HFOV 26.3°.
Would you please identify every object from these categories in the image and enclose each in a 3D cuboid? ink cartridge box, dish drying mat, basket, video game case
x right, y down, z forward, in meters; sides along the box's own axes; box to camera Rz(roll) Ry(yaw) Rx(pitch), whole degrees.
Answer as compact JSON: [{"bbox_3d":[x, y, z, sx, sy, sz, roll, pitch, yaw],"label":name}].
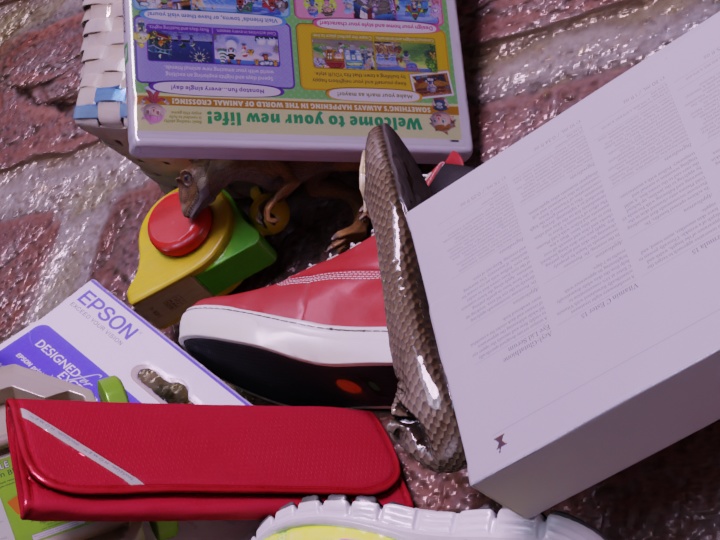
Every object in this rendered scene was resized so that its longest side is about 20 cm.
[{"bbox_3d":[-0.153,0.118,0.822,0.197,0.044,0.200,35,55,27],"label":"ink cartridge box"},{"bbox_3d":[-0.073,0.092,0.764,0.077,0.198,0.018,-117,38,-49],"label":"dish drying mat"},{"bbox_3d":[-0.093,-0.156,0.988,0.138,0.176,0.202,-2,71,27],"label":"basket"},{"bbox_3d":[-0.039,-0.151,0.891,0.022,0.198,0.184,132,136,-65],"label":"video game case"}]

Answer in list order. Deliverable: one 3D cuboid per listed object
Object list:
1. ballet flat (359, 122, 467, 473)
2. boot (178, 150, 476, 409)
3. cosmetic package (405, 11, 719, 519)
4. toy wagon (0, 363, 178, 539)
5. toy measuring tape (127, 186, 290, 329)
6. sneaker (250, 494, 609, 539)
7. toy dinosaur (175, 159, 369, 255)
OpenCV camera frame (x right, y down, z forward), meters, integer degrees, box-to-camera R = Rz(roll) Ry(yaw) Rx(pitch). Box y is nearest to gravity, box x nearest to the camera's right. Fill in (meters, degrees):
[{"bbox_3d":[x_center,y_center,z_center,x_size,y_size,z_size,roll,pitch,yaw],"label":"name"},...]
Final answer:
[{"bbox_3d":[0.022,0.011,0.752,0.046,0.067,0.202,-26,53,18],"label":"ballet flat"},{"bbox_3d":[0.000,0.000,0.855,0.198,0.073,0.145,1,58,32],"label":"boot"},{"bbox_3d":[0.122,-0.007,0.655,0.199,0.052,0.152,-32,46,24],"label":"cosmetic package"},{"bbox_3d":[-0.188,0.101,0.781,0.154,0.040,0.201,-16,50,-18],"label":"toy wagon"},{"bbox_3d":[-0.133,0.000,0.959,0.199,0.074,0.074,-28,43,10],"label":"toy measuring tape"},{"bbox_3d":[0.018,0.157,0.703,0.198,0.078,0.091,-8,55,36],"label":"sneaker"},{"bbox_3d":[-0.012,-0.075,0.915,0.198,0.061,0.107,-25,71,-17],"label":"toy dinosaur"}]
